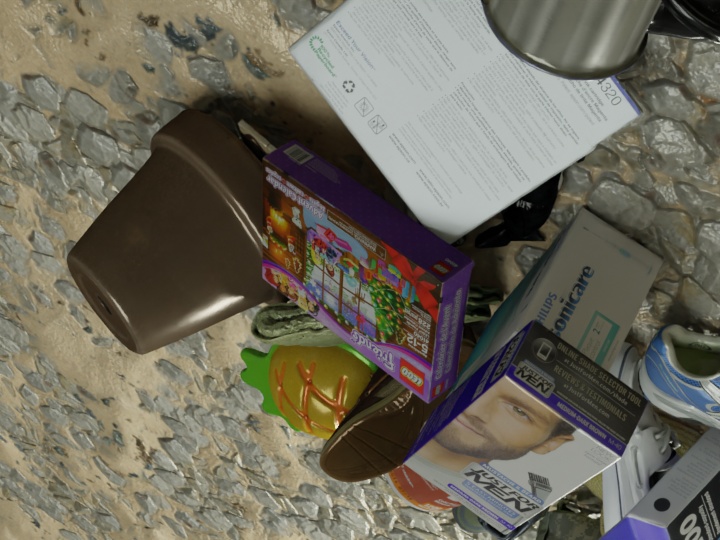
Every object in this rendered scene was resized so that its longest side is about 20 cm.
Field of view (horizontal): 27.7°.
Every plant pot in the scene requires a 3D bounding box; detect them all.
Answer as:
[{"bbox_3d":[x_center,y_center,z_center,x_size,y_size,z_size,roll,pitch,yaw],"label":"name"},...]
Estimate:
[{"bbox_3d":[-0.167,-0.020,1.330,0.200,0.175,0.200,46,161,21],"label":"plant pot"}]

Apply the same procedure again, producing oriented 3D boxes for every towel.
[{"bbox_3d":[0.016,0.038,1.317,0.200,0.037,0.148,-12,170,24],"label":"towel"}]

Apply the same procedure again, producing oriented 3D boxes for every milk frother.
[{"bbox_3d":[0.164,-0.178,0.881,0.180,0.200,0.188,26,146,6],"label":"milk frother"}]

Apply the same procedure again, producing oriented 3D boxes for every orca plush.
[{"bbox_3d":[0.112,-0.073,1.169,0.105,0.071,0.200,28,146,10],"label":"orca plush"}]

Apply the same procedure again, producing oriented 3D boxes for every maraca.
[{"bbox_3d":[-0.045,0.117,1.506,0.200,0.107,0.137,-11,117,44],"label":"maraca"}]

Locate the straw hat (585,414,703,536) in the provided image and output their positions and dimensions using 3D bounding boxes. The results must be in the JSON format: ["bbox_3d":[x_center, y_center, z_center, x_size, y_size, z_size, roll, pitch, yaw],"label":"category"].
[{"bbox_3d":[0.272,0.230,1.397,0.201,0.085,0.201,23,145,17],"label":"straw hat"}]

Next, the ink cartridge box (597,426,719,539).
[{"bbox_3d":[0.303,0.247,1.291,0.043,0.200,0.198,30,154,47],"label":"ink cartridge box"}]

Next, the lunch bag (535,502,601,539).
[{"bbox_3d":[0.234,0.355,1.484,0.168,0.200,0.139,28,155,-4],"label":"lunch bag"}]

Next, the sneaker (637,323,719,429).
[{"bbox_3d":[0.324,0.104,1.204,0.200,0.076,0.077,19,148,20],"label":"sneaker"}]

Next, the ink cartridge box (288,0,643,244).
[{"bbox_3d":[0.078,-0.144,1.082,0.200,0.043,0.196,-34,97,31],"label":"ink cartridge box"}]

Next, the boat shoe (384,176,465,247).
[{"bbox_3d":[0.050,-0.087,1.215,0.074,0.060,0.200,-121,14,-49],"label":"boat shoe"}]

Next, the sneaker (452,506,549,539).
[{"bbox_3d":[0.143,0.244,1.527,0.074,0.081,0.200,37,149,-3],"label":"sneaker"}]

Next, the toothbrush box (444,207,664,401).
[{"bbox_3d":[0.155,0.064,1.237,0.085,0.146,0.200,32,145,1],"label":"toothbrush box"}]

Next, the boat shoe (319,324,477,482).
[{"bbox_3d":[0.038,0.125,1.407,0.072,0.072,0.200,36,111,-22],"label":"boat shoe"}]

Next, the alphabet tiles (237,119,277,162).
[{"bbox_3d":[-0.029,-0.056,1.288,0.200,0.008,0.167,40,173,6],"label":"alphabet tiles"}]

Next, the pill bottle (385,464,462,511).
[{"bbox_3d":[0.116,0.167,1.428,0.112,0.112,0.200,43,146,-13],"label":"pill bottle"}]

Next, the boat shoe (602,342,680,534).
[{"bbox_3d":[0.253,0.159,1.301,0.065,0.074,0.200,3,111,30],"label":"boat shoe"}]

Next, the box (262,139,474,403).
[{"bbox_3d":[0.000,0.000,1.181,0.200,0.039,0.137,35,142,29],"label":"box"}]

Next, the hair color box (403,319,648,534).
[{"bbox_3d":[0.125,0.129,1.156,0.109,0.065,0.200,35,145,-2],"label":"hair color box"}]
